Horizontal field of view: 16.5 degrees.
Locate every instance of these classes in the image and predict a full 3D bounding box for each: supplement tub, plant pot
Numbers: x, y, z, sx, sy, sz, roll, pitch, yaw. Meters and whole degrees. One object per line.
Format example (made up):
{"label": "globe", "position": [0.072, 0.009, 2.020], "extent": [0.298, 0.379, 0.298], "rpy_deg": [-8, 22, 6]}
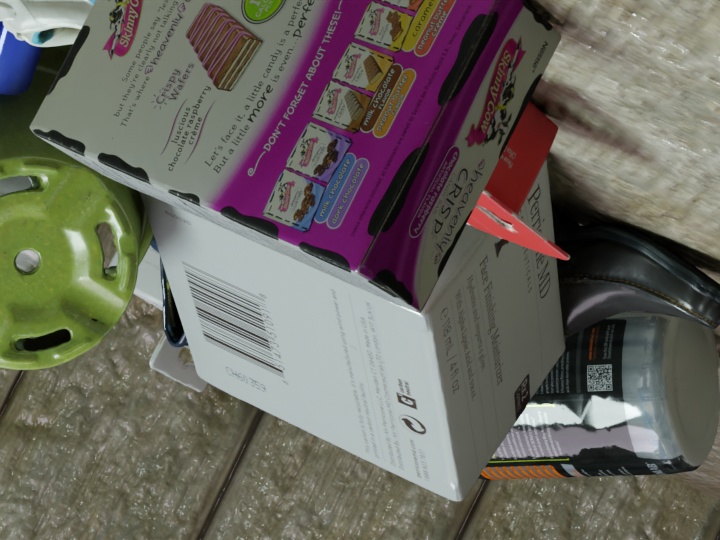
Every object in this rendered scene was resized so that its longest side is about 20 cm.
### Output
{"label": "supplement tub", "position": [0.129, 0.077, 1.654], "extent": [0.200, 0.123, 0.122], "rpy_deg": [-4, 162, 26]}
{"label": "plant pot", "position": [-0.200, -0.029, 1.434], "extent": [0.200, 0.200, 0.190], "rpy_deg": [28, -173, -18]}

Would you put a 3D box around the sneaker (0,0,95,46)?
{"label": "sneaker", "position": [-0.175, -0.165, 1.285], "extent": [0.200, 0.081, 0.077], "rpy_deg": [27, 177, 7]}

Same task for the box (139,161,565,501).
{"label": "box", "position": [0.000, 0.000, 1.453], "extent": [0.200, 0.131, 0.199], "rpy_deg": [24, 151, 24]}

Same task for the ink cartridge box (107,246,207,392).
{"label": "ink cartridge box", "position": [-0.112, -0.023, 1.787], "extent": [0.067, 0.200, 0.116], "rpy_deg": [26, 175, 20]}

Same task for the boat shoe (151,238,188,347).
{"label": "boat shoe", "position": [-0.105, -0.025, 1.632], "extent": [0.084, 0.069, 0.200], "rpy_deg": [34, 143, 42]}

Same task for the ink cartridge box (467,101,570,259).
{"label": "ink cartridge box", "position": [0.017, -0.080, 1.243], "extent": [0.200, 0.067, 0.116], "rpy_deg": [24, 175, 32]}

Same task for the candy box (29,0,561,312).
{"label": "candy box", "position": [-0.031, -0.081, 1.076], "extent": [0.200, 0.137, 0.061], "rpy_deg": [24, 174, 35]}

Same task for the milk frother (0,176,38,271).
{"label": "milk frother", "position": [-0.274, -0.118, 1.702], "extent": [0.188, 0.181, 0.200], "rpy_deg": [18, 157, -25]}

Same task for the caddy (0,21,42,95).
{"label": "caddy", "position": [-0.255, -0.172, 1.381], "extent": [0.200, 0.105, 0.141], "rpy_deg": [33, -148, 24]}

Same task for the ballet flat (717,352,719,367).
{"label": "ballet flat", "position": [0.212, 0.062, 1.771], "extent": [0.073, 0.073, 0.200], "rpy_deg": [23, 172, 38]}

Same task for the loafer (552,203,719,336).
{"label": "loafer", "position": [0.143, 0.009, 1.520], "extent": [0.073, 0.072, 0.200], "rpy_deg": [32, 173, -41]}
